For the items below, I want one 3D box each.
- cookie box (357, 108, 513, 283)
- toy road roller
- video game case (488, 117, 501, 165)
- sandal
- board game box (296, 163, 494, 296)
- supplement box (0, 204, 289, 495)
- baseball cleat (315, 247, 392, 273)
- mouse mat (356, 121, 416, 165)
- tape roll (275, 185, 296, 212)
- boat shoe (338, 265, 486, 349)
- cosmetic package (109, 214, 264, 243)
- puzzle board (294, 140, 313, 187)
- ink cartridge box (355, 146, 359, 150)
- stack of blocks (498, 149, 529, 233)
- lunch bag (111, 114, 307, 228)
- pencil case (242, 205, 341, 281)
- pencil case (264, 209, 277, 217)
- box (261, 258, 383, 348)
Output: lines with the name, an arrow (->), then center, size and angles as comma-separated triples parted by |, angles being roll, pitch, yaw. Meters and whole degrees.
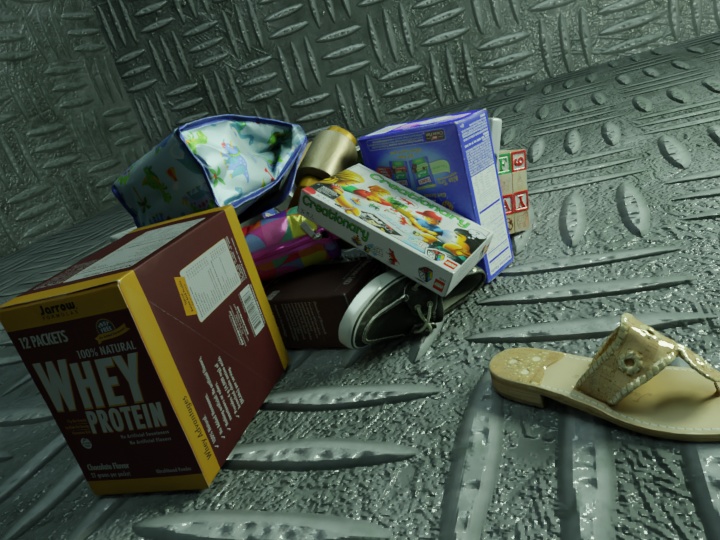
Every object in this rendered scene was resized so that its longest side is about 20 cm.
cookie box -> 0.099, -0.094, 0.735 | 0.075, 0.203, 0.170 | -30, 24, -37
toy road roller -> -0.032, -0.098, 0.836 | 0.200, 0.144, 0.124 | 122, 171, -57
video game case -> 0.133, -0.129, 0.841 | 0.022, 0.185, 0.199 | -2, 11, -27
sandal -> 0.189, 0.067, 0.418 | 0.210, 0.071, 0.077 | 0, 26, 41
board game box -> 0.042, -0.055, 0.643 | 0.198, 0.035, 0.126 | 30, 36, 19
supplement box -> -0.191, 0.070, 0.550 | 0.131, 0.200, 0.200 | -11, 20, 19
baseball cleat -> 0.000, 0.000, 0.748 | 0.105, 0.071, 0.199 | -2, -3, -35
mouse mat -> 0.039, -0.129, 0.912 | 0.160, 0.203, 0.007 | -18, -25, 41
tape roll -> -0.174, -0.102, 1.005 | 0.200, 0.204, 0.037 | -6, 46, 29
boat shoe -> 0.063, 0.033, 0.619 | 0.199, 0.071, 0.063 | -30, 46, -32
cosmetic package -> -0.254, -0.013, 0.882 | 0.199, 0.167, 0.164 | -29, 23, -29
puzzle board -> -0.051, -0.134, 0.992 | 0.017, 0.202, 0.151 | -26, 10, 37
ink cartridge box -> 0.013, -0.170, 1.103 | 0.083, 0.146, 0.198 | -30, 23, -36
stack of blocks -> 0.172, -0.126, 0.876 | 0.058, 0.117, 0.199 | -14, 16, -25
lunch bag -> -0.179, -0.118, 0.711 | 0.169, 0.129, 0.200 | -19, 14, 37
pencil case -> -0.119, -0.027, 0.709 | 0.197, 0.089, 0.089 | -21, 19, 1
pencil case -> -0.236, -0.069, 1.147 | 0.086, 0.078, 0.200 | -32, 9, 38
box -> -0.071, 0.045, 0.707 | 0.197, 0.076, 0.100 | -5, 23, 29
